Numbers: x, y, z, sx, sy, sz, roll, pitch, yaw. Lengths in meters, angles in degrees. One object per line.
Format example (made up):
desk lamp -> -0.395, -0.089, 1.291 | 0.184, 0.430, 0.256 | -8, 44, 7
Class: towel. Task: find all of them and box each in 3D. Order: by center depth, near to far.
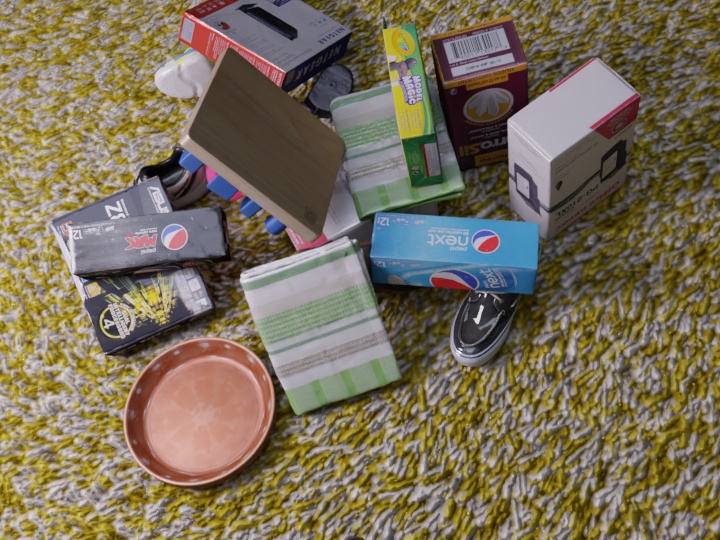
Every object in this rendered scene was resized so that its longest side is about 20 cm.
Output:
towel -> -0.046, 0.069, 1.215 | 0.149, 0.200, 0.031 | -18, 22, 3
towel -> 0.047, -0.164, 1.322 | 0.149, 0.031, 0.200 | -15, 61, 4

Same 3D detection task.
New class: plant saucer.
plant saucer -> -0.203, 0.181, 1.268 | 0.200, 0.032, 0.200 | -5, 61, 9

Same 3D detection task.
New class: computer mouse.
computer mouse -> -0.071, -0.223, 1.473 | 0.059, 0.034, 0.200 | 32, 75, 1

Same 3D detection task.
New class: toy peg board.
toy peg board -> -0.137, -0.137, 1.232 | 0.098, 0.200, 0.199 | -36, 27, 35

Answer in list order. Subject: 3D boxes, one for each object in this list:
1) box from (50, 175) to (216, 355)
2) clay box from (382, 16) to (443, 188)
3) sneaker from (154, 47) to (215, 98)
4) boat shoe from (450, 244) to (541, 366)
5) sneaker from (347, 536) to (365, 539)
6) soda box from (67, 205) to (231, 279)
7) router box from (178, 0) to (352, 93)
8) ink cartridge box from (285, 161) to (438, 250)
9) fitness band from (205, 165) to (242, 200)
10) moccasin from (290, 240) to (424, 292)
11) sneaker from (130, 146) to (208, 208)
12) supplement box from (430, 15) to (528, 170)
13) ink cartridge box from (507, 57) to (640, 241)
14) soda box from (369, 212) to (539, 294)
box -> -0.307, -0.005, 1.344 | 0.161, 0.049, 0.200 | -23, 83, -4
clay box -> 0.066, -0.221, 1.265 | 0.048, 0.115, 0.200 | -9, 62, 5
sneaker -> -0.230, -0.335, 1.544 | 0.200, 0.076, 0.105 | -18, 49, -13
boat shoe -> 0.168, 0.025, 1.257 | 0.072, 0.071, 0.200 | 20, 67, 21
sneaker -> 0.024, 0.351, 1.079 | 0.199, 0.115, 0.081 | 16, 67, 20
soda box -> -0.273, -0.035, 1.292 | 0.200, 0.063, 0.071 | -7, 84, -1
router box -> -0.137, -0.349, 1.467 | 0.179, 0.049, 0.200 | 32, 40, 10
ink cartridge box -> -0.013, -0.101, 1.357 | 0.200, 0.085, 0.146 | -29, 60, -4
fitness band -> -0.164, -0.184, 1.413 | 0.144, 0.037, 0.200 | -38, 36, 20
moccasin -> 0.000, 0.002, 1.288 | 0.201, 0.078, 0.074 | -7, 86, -18
sneaker -> -0.312, -0.107, 1.420 | 0.200, 0.088, 0.076 | -40, 63, -10
supplement box -> 0.164, -0.231, 1.326 | 0.110, 0.200, 0.086 | -13, 60, 4
ink cartridge box -> 0.267, -0.148, 1.261 | 0.145, 0.200, 0.084 | -36, 63, -9
soda box -> 0.115, -0.021, 1.209 | 0.200, 0.064, 0.068 | 4, 59, 7
